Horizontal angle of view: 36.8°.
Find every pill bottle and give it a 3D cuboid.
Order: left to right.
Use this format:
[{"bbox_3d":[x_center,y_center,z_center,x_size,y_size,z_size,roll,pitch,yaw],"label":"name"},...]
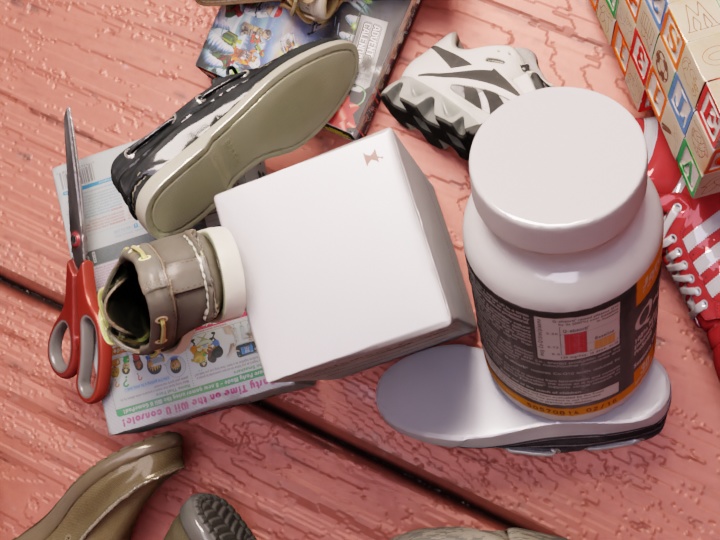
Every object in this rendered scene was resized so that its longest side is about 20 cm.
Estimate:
[{"bbox_3d":[0.120,-0.004,0.641,0.114,0.201,0.118,-6,55,9],"label":"pill bottle"}]

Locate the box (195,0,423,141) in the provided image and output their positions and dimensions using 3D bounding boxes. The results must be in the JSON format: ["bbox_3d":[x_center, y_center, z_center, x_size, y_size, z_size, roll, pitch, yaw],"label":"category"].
[{"bbox_3d":[-0.022,-0.215,0.807,0.135,0.040,0.203,23,90,11],"label":"box"}]

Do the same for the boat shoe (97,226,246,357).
[{"bbox_3d":[-0.131,0.017,0.671,0.059,0.201,0.073,-13,86,-27],"label":"boat shoe"}]

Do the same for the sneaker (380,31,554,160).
[{"bbox_3d":[0.108,-0.109,0.738,0.199,0.074,0.089,36,82,32],"label":"sneaker"}]

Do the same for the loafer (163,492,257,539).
[{"bbox_3d":[-0.079,0.257,0.770,0.069,0.075,0.201,-40,75,17],"label":"loafer"}]

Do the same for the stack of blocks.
[{"bbox_3d":[0.207,-0.151,0.690,0.058,0.116,0.203,-15,65,-2],"label":"stack of blocks"}]

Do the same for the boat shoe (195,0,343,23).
[{"bbox_3d":[-0.029,-0.209,0.750,0.196,0.074,0.071,-11,77,9],"label":"boat shoe"}]

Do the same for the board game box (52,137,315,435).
[{"bbox_3d":[-0.129,0.004,0.798,0.145,0.064,0.204,-15,81,10],"label":"board game box"}]

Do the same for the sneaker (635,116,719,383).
[{"bbox_3d":[0.217,-0.011,0.729,0.110,0.071,0.204,0,78,7],"label":"sneaker"}]

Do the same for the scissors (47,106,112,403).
[{"bbox_3d":[-0.193,-0.009,0.762,0.072,0.014,0.204,18,105,43],"label":"scissors"}]

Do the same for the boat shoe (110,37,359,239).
[{"bbox_3d":[-0.087,-0.104,0.739,0.066,0.075,0.199,36,70,30],"label":"boat shoe"}]

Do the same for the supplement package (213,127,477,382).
[{"bbox_3d":[0.000,0.000,0.703,0.115,0.200,0.119,-18,82,8],"label":"supplement package"}]

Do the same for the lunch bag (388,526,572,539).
[{"bbox_3d":[0.065,0.230,0.677,0.165,0.200,0.142,12,85,8],"label":"lunch bag"}]

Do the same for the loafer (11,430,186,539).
[{"bbox_3d":[-0.194,0.193,0.793,0.199,0.076,0.068,-41,80,15],"label":"loafer"}]

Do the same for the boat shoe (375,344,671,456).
[{"bbox_3d":[0.111,0.094,0.742,0.196,0.068,0.073,-5,55,9],"label":"boat shoe"}]
